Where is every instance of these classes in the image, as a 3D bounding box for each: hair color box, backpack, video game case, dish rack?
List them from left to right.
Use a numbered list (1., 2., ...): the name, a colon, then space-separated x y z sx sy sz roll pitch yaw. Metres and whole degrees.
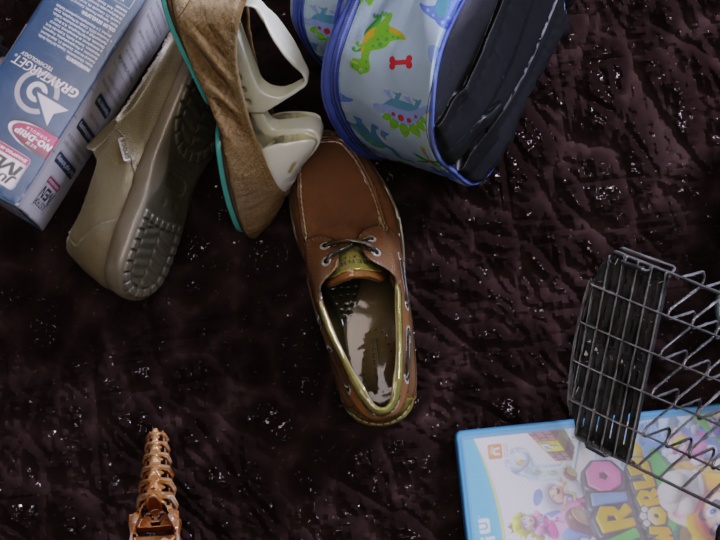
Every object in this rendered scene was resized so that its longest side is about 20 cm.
1. hair color box: -0.183 -0.131 1.095 0.060 0.100 0.200 30 83 4
2. backpack: 0.046 -0.163 1.068 0.147 0.183 0.200 16 81 24
3. video game case: 0.167 0.165 1.104 0.199 0.018 0.144 -6 83 -2
4. dish rack: 0.221 0.073 1.037 0.200 0.054 0.154 24 117 33

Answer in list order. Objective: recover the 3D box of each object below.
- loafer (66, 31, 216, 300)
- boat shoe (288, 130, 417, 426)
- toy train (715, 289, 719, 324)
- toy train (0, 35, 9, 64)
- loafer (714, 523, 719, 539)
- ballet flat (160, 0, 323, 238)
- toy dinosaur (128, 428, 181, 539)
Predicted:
1. loafer: -0.137 -0.081 1.100 0.067 0.076 0.200 14 73 23
2. boat shoe: 0.000 0.000 1.097 0.072 0.068 0.201 -16 82 -1
3. toy train: 0.297 -0.024 1.096 0.114 0.085 0.201 9 81 -12
4. toy train: -0.324 -0.150 1.108 0.200 0.085 0.114 34 74 3
5. loafer: 0.318 0.181 1.072 0.200 0.068 0.071 -3 85 -10
6. ballet flat: -0.064 -0.105 1.061 0.072 0.068 0.200 -7 124 11
7. toy dinosaur: -0.114 0.203 1.030 0.102 0.136 0.200 16 73 6
